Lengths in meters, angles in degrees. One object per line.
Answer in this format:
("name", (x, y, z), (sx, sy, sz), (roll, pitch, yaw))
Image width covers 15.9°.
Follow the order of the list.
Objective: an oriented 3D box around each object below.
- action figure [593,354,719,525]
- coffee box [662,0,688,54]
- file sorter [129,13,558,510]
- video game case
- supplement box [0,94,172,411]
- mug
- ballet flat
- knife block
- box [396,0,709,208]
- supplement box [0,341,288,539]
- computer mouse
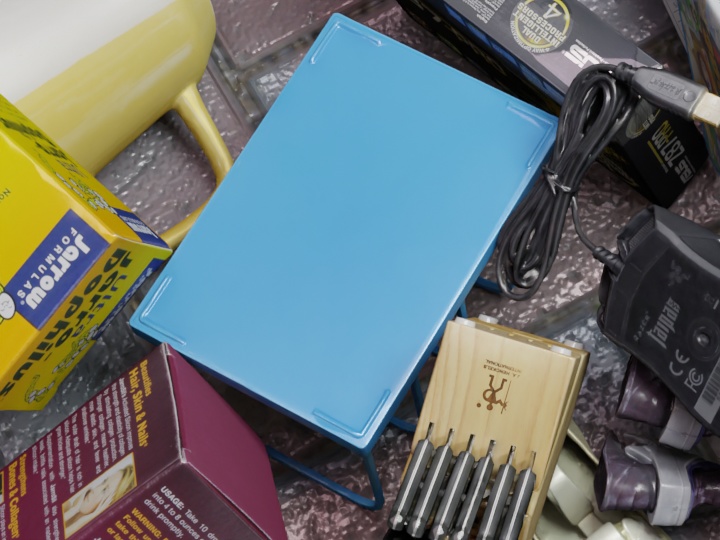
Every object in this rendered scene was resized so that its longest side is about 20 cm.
("action figure", (0.218, 0.098, 1.250), (0.199, 0.131, 0.069), (17, 26, 3))
("coffee box", (0.262, -0.209, 1.309), (0.199, 0.200, 0.199), (-26, 91, -16))
("file sorter", (0.000, 0.000, 1.333), (0.138, 0.123, 0.201), (27, 71, 17))
("video game case", (0.190, -0.066, 1.249), (0.018, 0.144, 0.200), (-16, 33, 0))
("supplement box", (-0.208, -0.036, 1.253), (0.200, 0.109, 0.109), (41, 94, 9))
("mug", (-0.156, -0.107, 1.414), (0.153, 0.187, 0.149), (-35, 29, -19))
("ballet flat", (0.111, 0.128, 1.291), (0.069, 0.070, 0.200), (-34, 66, -10))
("knife block", (0.052, 0.113, 1.217), (0.064, 0.200, 0.177), (17, 92, 7))
("box", (0.087, -0.124, 1.358), (0.200, 0.161, 0.049), (40, 88, 20))
("supplement box", (-0.139, 0.145, 1.246), (0.200, 0.086, 0.111), (-37, 28, 11))
("computer mouse", (0.161, -0.012, 1.209), (0.200, 0.046, 0.141), (35, 115, 34))
